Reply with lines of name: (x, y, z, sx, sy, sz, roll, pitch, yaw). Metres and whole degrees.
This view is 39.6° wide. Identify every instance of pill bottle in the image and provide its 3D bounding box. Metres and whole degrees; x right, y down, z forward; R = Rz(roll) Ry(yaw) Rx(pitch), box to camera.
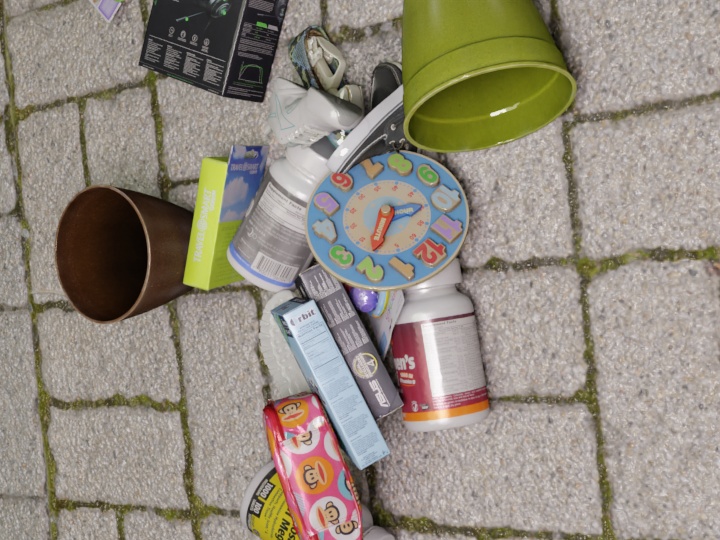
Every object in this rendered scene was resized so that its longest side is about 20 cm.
pill bottle: (0.093, 0.091, 1.239, 0.109, 0.109, 0.201, -11, 87, 33)
pill bottle: (-0.057, 0.345, 1.350, 0.199, 0.112, 0.113, 25, 106, 29)
pill bottle: (-0.089, -0.080, 1.344, 0.114, 0.114, 0.201, 40, 113, 24)

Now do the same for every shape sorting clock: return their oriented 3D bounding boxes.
shape sorting clock: (0.031, -0.065, 1.198, 0.198, 0.039, 0.201, -1, 62, 2)

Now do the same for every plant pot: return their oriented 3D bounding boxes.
plant pot: (-0.297, -0.026, 1.429, 0.186, 0.200, 0.188, 2, 93, 33)
plant pot: (0.129, -0.268, 1.161, 0.200, 0.200, 0.194, -23, 68, 32)

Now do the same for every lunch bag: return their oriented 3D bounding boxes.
lunch bag: (-0.060, 0.249, 1.229, 0.081, 0.176, 0.201, -18, 88, -9)

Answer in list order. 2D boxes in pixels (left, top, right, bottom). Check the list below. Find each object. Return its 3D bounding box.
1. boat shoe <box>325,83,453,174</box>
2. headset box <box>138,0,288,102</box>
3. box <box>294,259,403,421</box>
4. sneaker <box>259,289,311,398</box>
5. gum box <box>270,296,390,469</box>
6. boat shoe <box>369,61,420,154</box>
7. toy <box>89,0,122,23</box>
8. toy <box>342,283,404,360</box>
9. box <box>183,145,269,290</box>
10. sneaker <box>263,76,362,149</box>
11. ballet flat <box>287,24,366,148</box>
boat shoe: (0.041, -0.178, 1.224, 0.057, 0.200, 0.069, 46, 159, 0)
headset box: (-0.203, -0.359, 1.411, 0.173, 0.093, 0.201, 23, 105, 30)
box: (-0.017, 0.087, 1.265, 0.049, 0.161, 0.201, -27, 90, -8)
sneaker: (-0.076, 0.122, 1.353, 0.076, 0.080, 0.201, -11, 95, 30)
gum box: (-0.041, 0.131, 1.221, 0.044, 0.170, 0.201, -27, 94, -9)
boat shoe: (0.037, -0.170, 1.285, 0.071, 0.067, 0.202, -2, 91, 34)
toy: (-0.429, -0.495, 1.566, 0.200, 0.047, 0.115, 47, 114, 21)
toy: (0.000, 0.000, 1.259, 0.116, 0.047, 0.201, 106, 158, -46)
box: (-0.187, -0.080, 1.399, 0.047, 0.122, 0.201, 15, 102, 17)
sneaker: (-0.060, -0.184, 1.229, 0.200, 0.070, 0.081, 29, 98, 60)
ballet flat: (-0.035, -0.239, 1.318, 0.074, 0.074, 0.201, -39, 73, 28)
